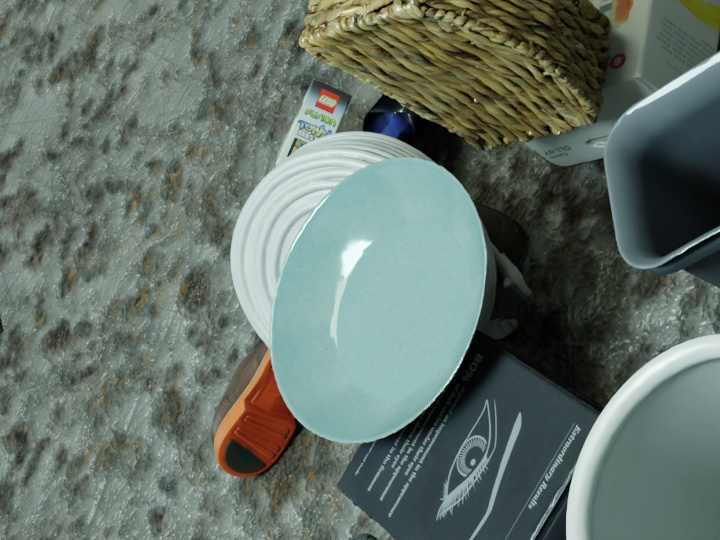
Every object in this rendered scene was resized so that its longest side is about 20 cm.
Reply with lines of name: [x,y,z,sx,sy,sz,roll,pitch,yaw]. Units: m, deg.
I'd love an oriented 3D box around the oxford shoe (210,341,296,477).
oxford shoe: [-0.060,0.068,1.560,0.200,0.071,0.073,-51,33,13]

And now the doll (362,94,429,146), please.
doll: [0.026,-0.113,1.546,0.200,0.048,0.136,-56,10,-29]

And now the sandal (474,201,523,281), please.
sandal: [0.044,-0.031,1.512,0.200,0.054,0.082,18,81,54]

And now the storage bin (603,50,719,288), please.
storage bin: [0.273,-0.053,1.192,0.200,0.134,0.146,-33,45,33]

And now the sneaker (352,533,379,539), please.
sneaker: [0.056,0.243,1.318,0.086,0.078,0.200,-44,47,7]

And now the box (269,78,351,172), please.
box: [-0.055,-0.082,1.593,0.200,0.035,0.110,140,153,-81]

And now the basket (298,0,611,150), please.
basket: [0.078,-0.192,1.315,0.142,0.200,0.150,-12,60,46]

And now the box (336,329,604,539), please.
box: [0.101,0.139,1.293,0.148,0.104,0.200,-58,37,3]

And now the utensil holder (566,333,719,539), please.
utensil holder: [0.238,0.147,1.047,0.170,0.200,0.171,-28,48,37]

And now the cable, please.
cable: [0.000,0.000,1.435,0.200,0.200,0.069,-33,1,31]

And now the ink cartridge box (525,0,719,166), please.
ink cartridge box: [0.186,-0.193,1.427,0.145,0.083,0.201,-13,58,46]

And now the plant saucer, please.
plant saucer: [0.020,0.024,1.333,0.201,0.039,0.202,-20,60,39]
